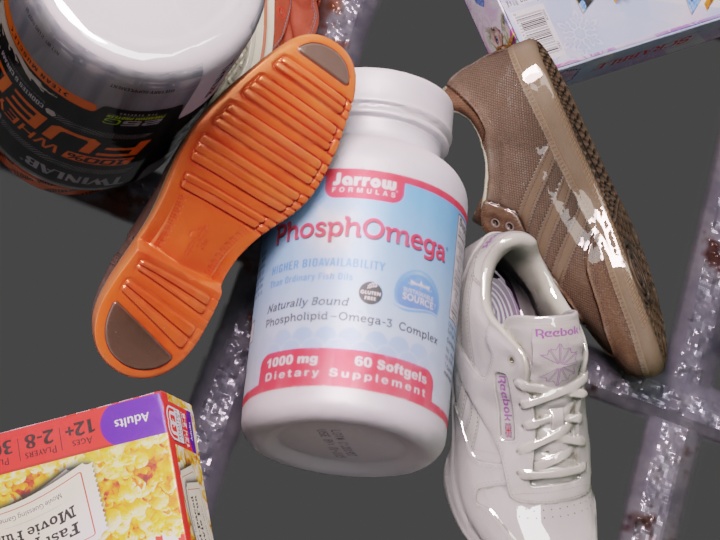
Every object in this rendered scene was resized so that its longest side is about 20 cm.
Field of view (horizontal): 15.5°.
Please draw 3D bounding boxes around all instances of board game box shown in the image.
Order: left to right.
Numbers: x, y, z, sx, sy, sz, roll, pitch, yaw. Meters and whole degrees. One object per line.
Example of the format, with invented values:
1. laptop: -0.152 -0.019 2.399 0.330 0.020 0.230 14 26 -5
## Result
1. board game box: -0.140 0.174 1.281 0.151 0.046 0.200 -16 73 13
2. board game box: 0.138 -0.218 1.561 0.199 0.041 0.200 -18 77 -23

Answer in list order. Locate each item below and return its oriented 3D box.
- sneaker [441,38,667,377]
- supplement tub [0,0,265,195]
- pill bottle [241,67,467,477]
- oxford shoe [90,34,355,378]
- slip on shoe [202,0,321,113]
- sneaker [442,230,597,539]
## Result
1. sneaker: 0.106 -0.026 1.476 0.076 0.070 0.200 -22 93 15
2. supplement tub: -0.129 -0.116 1.345 0.122 0.200 0.123 6 70 -16
3. pill bottle: 0.000 0.000 1.397 0.109 0.109 0.200 11 68 -15
4. oxford shoe: -0.077 -0.040 1.368 0.071 0.073 0.200 37 91 -18
5. slip on shoe: -0.053 -0.164 1.471 0.061 0.074 0.200 35 51 -43
6. sneaker: 0.085 0.074 1.405 0.075 0.100 0.200 -9 75 -25
